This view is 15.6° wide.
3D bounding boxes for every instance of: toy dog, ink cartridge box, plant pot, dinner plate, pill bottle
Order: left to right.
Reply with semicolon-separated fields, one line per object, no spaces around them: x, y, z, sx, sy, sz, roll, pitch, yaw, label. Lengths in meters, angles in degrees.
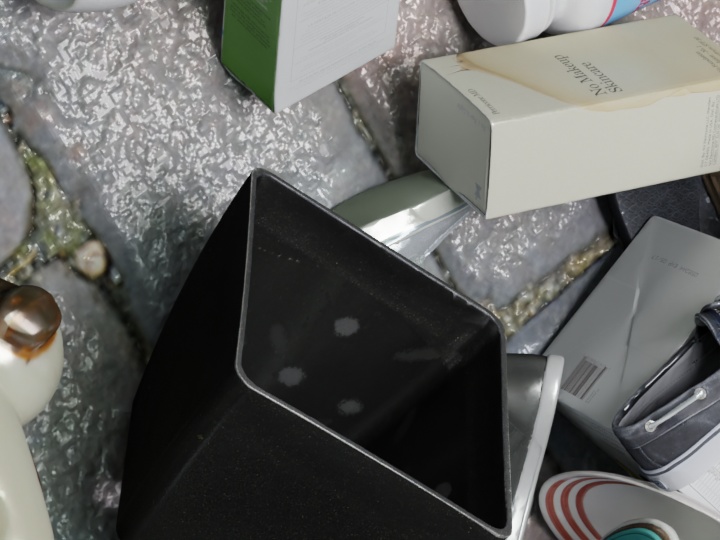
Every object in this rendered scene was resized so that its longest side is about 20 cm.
-0.231;0.099;1.520;0.192;0.140;0.202;10;68;-6;toy dog
-0.040;0.100;1.584;0.199;0.177;0.201;31;32;-21;plant pot
-0.026;-0.203;1.630;0.103;0.201;0.059;-31;59;-27;ink cartridge box
0.162;-0.224;1.779;0.199;0.109;0.110;-26;100;-27;pill bottle
0.211;0.185;1.736;0.200;0.200;0.024;42;66;-21;dinner plate

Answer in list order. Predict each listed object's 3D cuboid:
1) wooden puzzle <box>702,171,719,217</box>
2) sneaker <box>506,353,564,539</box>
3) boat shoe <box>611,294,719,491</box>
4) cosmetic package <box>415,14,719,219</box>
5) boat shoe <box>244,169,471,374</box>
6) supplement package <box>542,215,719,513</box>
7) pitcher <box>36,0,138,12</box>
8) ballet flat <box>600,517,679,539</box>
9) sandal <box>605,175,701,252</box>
0.322;-0.016;1.815;0.037;0.185;0.201;-36;105;-23;wooden puzzle
0.067;0.141;1.740;0.098;0.071;0.202;13;104;4;sneaker
0.239;0.046;1.645;0.200;0.072;0.068;-43;112;0;boat shoe
0.146;-0.103;1.716;0.199;0.104;0.074;-12;123;-25;cosmetic package
0.000;0.000;1.708;0.200;0.070;0.072;-32;114;-23;boat shoe
0.249;0.092;1.772;0.200;0.152;0.151;41;85;-22;supplement package
-0.141;-0.265;1.603;0.200;0.121;0.172;-41;113;-33;pitcher
0.173;0.222;1.733;0.069;0.200;0.070;16;45;-17;ballet flat
0.204;-0.037;1.839;0.076;0.043;0.202;-15;105;-22;sandal
